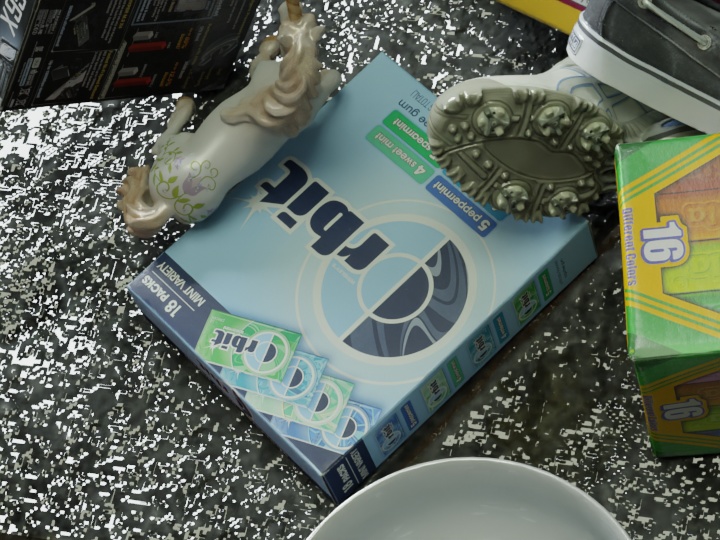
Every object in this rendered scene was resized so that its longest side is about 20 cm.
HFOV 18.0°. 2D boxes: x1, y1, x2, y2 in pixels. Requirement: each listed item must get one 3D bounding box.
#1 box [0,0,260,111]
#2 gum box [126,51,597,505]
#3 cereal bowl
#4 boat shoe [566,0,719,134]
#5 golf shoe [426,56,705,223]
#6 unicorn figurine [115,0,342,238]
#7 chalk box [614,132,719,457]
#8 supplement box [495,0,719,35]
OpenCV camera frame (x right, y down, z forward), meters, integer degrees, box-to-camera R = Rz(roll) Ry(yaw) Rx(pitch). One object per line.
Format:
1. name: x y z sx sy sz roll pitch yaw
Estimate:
1. box: -0.116 -0.183 1.252 0.157 0.201 0.050 -11 50 -38
2. gum box: 0.000 0.000 1.243 0.200 0.045 0.170 -43 61 -10
3. cereal bowl: 0.055 0.198 1.099 0.198 0.083 0.202 -6 60 10
4. boat shoe: 0.208 -0.104 1.181 0.199 0.068 0.072 23 28 -9
5. golf shoe: 0.111 -0.079 1.207 0.199 0.079 0.098 8 37 -32
6. unicorn figurine: -0.061 -0.087 1.239 0.074 0.138 0.201 32 107 -8
7. chalk box: 0.234 0.007 1.136 0.198 0.124 0.125 -7 61 10
8. supplement box: 0.147 -0.232 1.240 0.130 0.103 0.201 30 115 28
